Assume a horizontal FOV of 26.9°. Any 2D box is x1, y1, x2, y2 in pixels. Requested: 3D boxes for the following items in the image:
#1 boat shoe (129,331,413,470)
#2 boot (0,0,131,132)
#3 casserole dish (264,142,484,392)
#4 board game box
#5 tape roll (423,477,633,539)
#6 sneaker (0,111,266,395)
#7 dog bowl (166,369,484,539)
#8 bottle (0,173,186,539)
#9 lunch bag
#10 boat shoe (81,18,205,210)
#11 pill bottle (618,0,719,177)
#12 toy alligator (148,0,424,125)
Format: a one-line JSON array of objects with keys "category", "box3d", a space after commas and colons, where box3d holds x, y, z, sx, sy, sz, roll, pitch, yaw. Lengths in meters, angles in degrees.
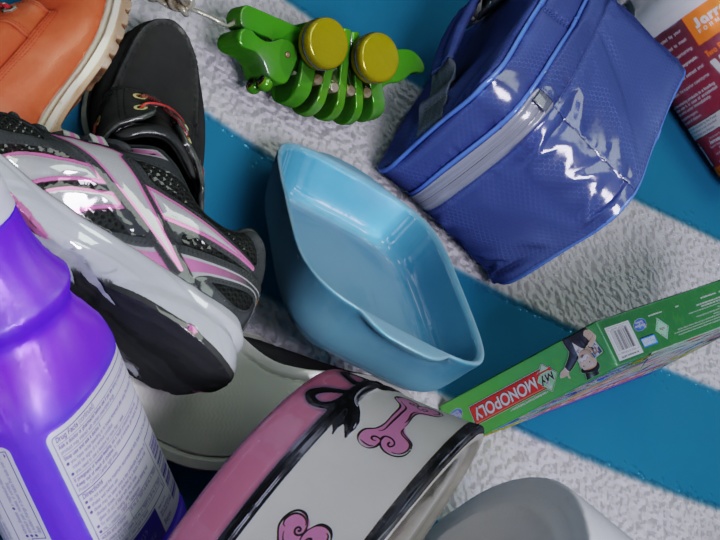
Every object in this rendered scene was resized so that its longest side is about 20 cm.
[{"category": "boat shoe", "box3d": [-0.063, 0.063, 0.762, 0.199, 0.060, 0.075, 12, 84, -33]}, {"category": "boot", "box3d": [-0.183, -0.109, 0.753, 0.107, 0.075, 0.201, 31, 50, -17]}, {"category": "casserole dish", "box3d": [0.000, 0.000, 0.822, 0.121, 0.039, 0.200, 27, 21, -23]}, {"category": "board game box", "box3d": [0.159, 0.049, 0.910, 0.199, 0.134, 0.029, -14, 75, -44]}, {"category": "tape roll", "box3d": [0.057, 0.195, 0.688, 0.071, 0.202, 0.203, 38, 46, -16]}, {"category": "sneaker", "box3d": [-0.129, -0.029, 0.683, 0.200, 0.080, 0.087, 39, 51, -14]}, {"category": "dog bowl", "box3d": [-0.032, 0.130, 0.663, 0.074, 0.201, 0.200, 36, 42, 12]}, {"category": "bottle", "box3d": [-0.136, 0.055, 0.639, 0.084, 0.065, 0.201, -64, 141, -54]}, {"category": "lunch bag", "box3d": [0.107, -0.110, 0.956, 0.132, 0.136, 0.201, 43, 44, -13]}, {"category": "boat shoe", "box3d": [-0.110, -0.057, 0.792, 0.073, 0.063, 0.203, 24, 50, -25]}, {"category": "pill bottle", "box3d": [0.276, -0.173, 1.161, 0.109, 0.109, 0.201, -33, 89, -46]}, {"category": "toy alligator", "box3d": [-0.043, -0.121, 0.890, 0.199, 0.059, 0.055, 9, 84, -38]}]
